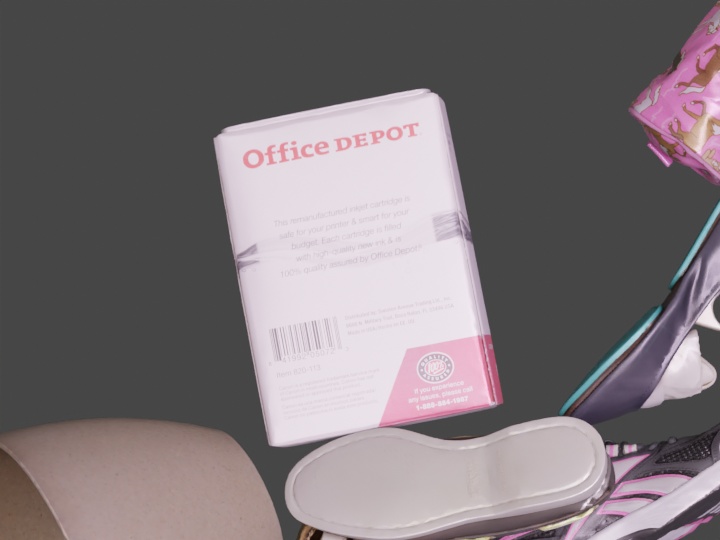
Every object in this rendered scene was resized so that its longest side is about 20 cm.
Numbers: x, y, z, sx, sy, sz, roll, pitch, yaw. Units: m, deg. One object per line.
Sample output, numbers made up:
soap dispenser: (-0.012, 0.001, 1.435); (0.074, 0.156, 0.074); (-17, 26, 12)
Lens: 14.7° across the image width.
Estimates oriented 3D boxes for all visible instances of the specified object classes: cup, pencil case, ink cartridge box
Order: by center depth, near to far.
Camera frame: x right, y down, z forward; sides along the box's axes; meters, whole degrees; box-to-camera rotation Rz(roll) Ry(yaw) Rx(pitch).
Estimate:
cup: (-0.132, 0.170, 1.709); (0.143, 0.200, 0.201); (-22, 84, -22)
pencil case: (0.249, -0.148, 1.728); (0.083, 0.086, 0.200); (37, 91, 28)
ink cartridge box: (0.000, 0.000, 1.745); (0.146, 0.083, 0.201); (-11, 86, 5)

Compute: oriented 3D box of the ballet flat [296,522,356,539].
ballet flat: (-0.039, 0.236, 1.745); (0.068, 0.063, 0.201); (14, 88, 6)

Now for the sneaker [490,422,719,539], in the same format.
sneaker: (0.159, 0.134, 1.728); (0.200, 0.080, 0.087); (-32, 74, -3)

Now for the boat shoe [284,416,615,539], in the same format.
boat shoe: (0.056, 0.133, 1.695); (0.201, 0.060, 0.072); (-8, 66, 14)

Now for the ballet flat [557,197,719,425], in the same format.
ballet flat: (0.206, 0.032, 1.732); (0.073, 0.073, 0.200); (37, 88, 6)
